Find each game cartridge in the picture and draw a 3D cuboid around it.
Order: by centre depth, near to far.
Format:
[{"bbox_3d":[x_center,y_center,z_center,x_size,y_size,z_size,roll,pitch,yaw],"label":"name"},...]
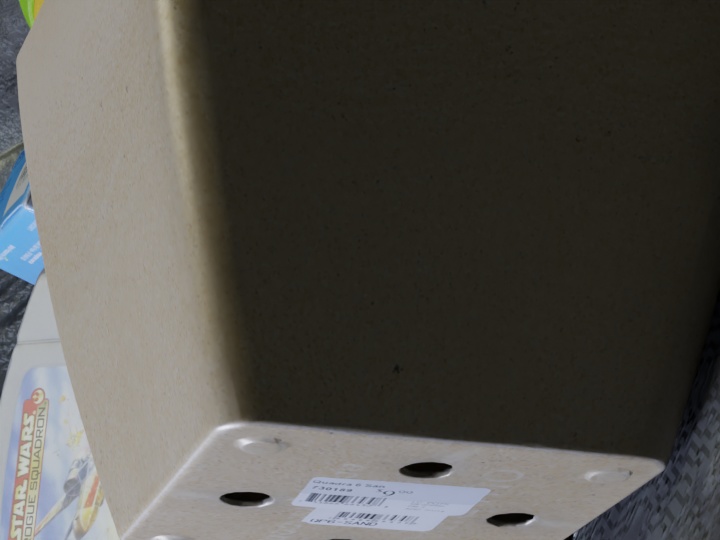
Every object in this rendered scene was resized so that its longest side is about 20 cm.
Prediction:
[{"bbox_3d":[-0.097,0.088,1.079,0.041,0.132,0.201,27,-116,-56],"label":"game cartridge"}]

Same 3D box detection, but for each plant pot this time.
[{"bbox_3d":[0.005,-0.010,0.799,0.200,0.198,0.178,133,140,-63],"label":"plant pot"}]

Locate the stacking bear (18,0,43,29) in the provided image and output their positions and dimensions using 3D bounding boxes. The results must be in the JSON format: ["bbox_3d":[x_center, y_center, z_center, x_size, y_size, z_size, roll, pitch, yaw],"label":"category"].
[{"bbox_3d":[-0.114,-0.133,1.313,0.121,0.113,0.200,-46,39,19],"label":"stacking bear"}]

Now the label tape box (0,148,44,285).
[{"bbox_3d":[-0.072,-0.002,1.235,0.066,0.199,0.143,-69,13,-15],"label":"label tape box"}]
